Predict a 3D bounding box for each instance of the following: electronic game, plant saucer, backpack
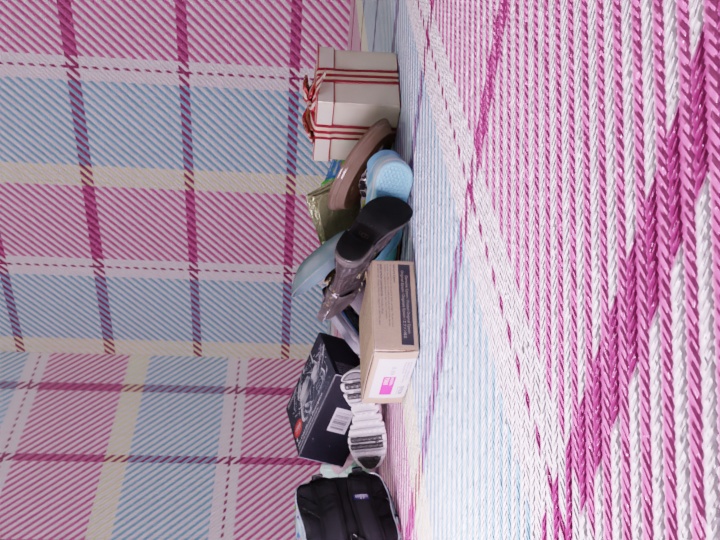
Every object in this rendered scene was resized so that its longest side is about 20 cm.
[{"bbox_3d":[-0.006,0.110,1.598,0.200,0.042,0.200,52,-176,-5],"label":"electronic game"},{"bbox_3d":[0.005,-0.194,1.616,0.200,0.029,0.200,-54,-10,-15],"label":"plant saucer"},{"bbox_3d":[-0.021,0.453,1.440,0.200,0.177,0.151,-119,26,-61],"label":"backpack"},{"bbox_3d":[-0.060,-0.026,1.606,0.039,0.201,0.201,52,171,4],"label":"plant saucer"}]

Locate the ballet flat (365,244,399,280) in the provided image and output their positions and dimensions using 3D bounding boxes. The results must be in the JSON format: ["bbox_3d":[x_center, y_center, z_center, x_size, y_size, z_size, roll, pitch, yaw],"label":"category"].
[{"bbox_3d":[0.038,-0.010,1.593,0.063,0.068,0.200,-68,-14,-61],"label":"ballet flat"}]

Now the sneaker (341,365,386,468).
[{"bbox_3d":[0.014,0.274,1.619,0.081,0.075,0.201,-45,-49,-74],"label":"sneaker"}]

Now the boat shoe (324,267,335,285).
[{"bbox_3d":[0.000,0.000,1.649,0.063,0.073,0.200,58,-146,0],"label":"boat shoe"}]

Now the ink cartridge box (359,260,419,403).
[{"bbox_3d":[0.043,0.103,1.397,0.200,0.075,0.165,102,168,-58],"label":"ink cartridge box"}]

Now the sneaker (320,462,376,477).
[{"bbox_3d":[-0.027,0.447,1.838,0.200,0.118,0.074,142,132,-82],"label":"sneaker"}]

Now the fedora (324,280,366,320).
[{"bbox_3d":[-0.021,0.048,1.835,0.177,0.090,0.201,-138,58,-63],"label":"fedora"}]

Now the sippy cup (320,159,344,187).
[{"bbox_3d":[-0.019,-0.231,2.041,0.178,0.139,0.131,-21,54,58],"label":"sippy cup"}]

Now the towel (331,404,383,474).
[{"bbox_3d":[-0.008,0.302,1.790,0.200,0.032,0.191,128,151,-46],"label":"towel"}]

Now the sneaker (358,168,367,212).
[{"bbox_3d":[0.037,-0.167,1.630,0.200,0.077,0.085,109,177,-60],"label":"sneaker"}]

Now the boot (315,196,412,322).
[{"bbox_3d":[-0.001,-0.019,1.423,0.200,0.069,0.174,-42,-18,-34],"label":"boot"}]

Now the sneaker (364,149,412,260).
[{"bbox_3d":[0.036,-0.117,1.501,0.131,0.079,0.200,-101,28,-62],"label":"sneaker"}]

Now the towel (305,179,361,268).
[{"bbox_3d":[-0.026,-0.090,1.732,0.036,0.148,0.200,12,125,56],"label":"towel"}]

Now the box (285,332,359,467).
[{"bbox_3d":[-0.061,0.263,1.763,0.200,0.104,0.182,-66,20,16],"label":"box"}]

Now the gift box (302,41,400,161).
[{"bbox_3d":[-0.023,-0.344,1.710,0.200,0.186,0.185,96,173,-48],"label":"gift box"}]
